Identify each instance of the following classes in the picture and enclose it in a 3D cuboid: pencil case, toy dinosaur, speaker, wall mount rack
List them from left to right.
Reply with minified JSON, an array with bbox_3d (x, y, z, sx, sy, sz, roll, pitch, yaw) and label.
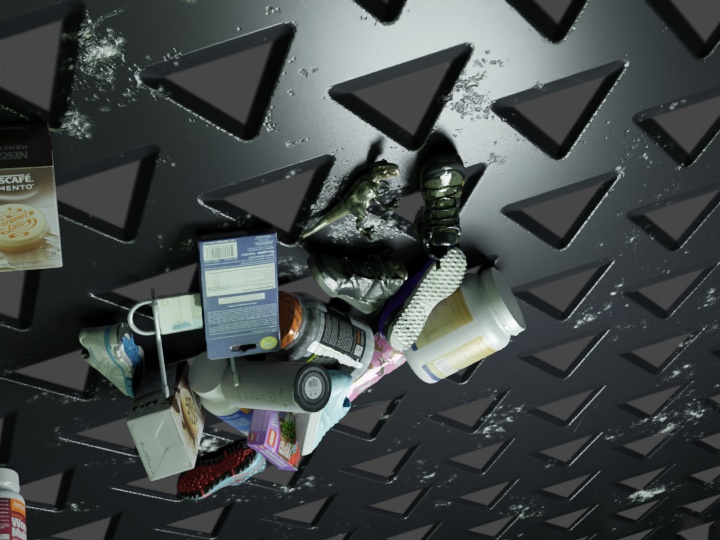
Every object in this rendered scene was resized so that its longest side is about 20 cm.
[{"bbox_3d":[-0.267,0.104,1.600,0.198,0.075,0.175,-8,118,-13],"label":"wall mount rack"},{"bbox_3d":[-0.140,0.187,1.621,0.081,0.082,0.199,19,164,-40],"label":"speaker"},{"bbox_3d":[-0.004,0.181,1.797,0.200,0.083,0.087,-38,138,-5],"label":"pencil case"},{"bbox_3d":[0.004,-0.096,1.506,0.088,0.048,0.200,31,125,-29],"label":"toy dinosaur"}]

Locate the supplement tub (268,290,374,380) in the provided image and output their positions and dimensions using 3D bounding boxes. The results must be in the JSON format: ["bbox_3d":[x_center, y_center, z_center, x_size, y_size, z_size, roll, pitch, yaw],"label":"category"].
[{"bbox_3d":[-0.079,0.110,1.682,0.122,0.123,0.200,-35,142,24],"label":"supplement tub"}]

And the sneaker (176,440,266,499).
[{"bbox_3d":[-0.282,0.427,2.064,0.199,0.080,0.096,-24,146,10],"label":"sneaker"}]

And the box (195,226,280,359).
[{"bbox_3d":[-0.186,0.036,1.539,0.120,0.032,0.201,-7,113,-15],"label":"box"}]

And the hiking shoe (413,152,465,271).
[{"bbox_3d":[0.130,-0.090,1.517,0.075,0.101,0.201,-11,144,-10],"label":"hiking shoe"}]

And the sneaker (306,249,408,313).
[{"bbox_3d":[0.000,0.000,1.611,0.114,0.077,0.199,-35,144,20],"label":"sneaker"}]

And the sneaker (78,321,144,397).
[{"bbox_3d":[-0.412,0.143,1.647,0.086,0.075,0.201,4,145,5],"label":"sneaker"}]

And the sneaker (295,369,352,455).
[{"bbox_3d":[-0.058,0.246,1.696,0.081,0.074,0.201,2,136,-17],"label":"sneaker"}]

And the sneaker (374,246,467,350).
[{"bbox_3d":[0.091,0.032,1.692,0.200,0.099,0.070,-51,124,-4],"label":"sneaker"}]

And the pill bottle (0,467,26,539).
[{"bbox_3d":[-0.678,0.477,1.856,0.109,0.201,0.110,-11,145,-8],"label":"pill bottle"}]

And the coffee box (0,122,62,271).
[{"bbox_3d":[-0.450,-0.091,1.289,0.113,0.080,0.201,-6,143,-16],"label":"coffee box"}]

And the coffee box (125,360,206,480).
[{"bbox_3d":[-0.321,0.246,1.676,0.079,0.200,0.114,-17,108,3],"label":"coffee box"}]

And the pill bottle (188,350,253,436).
[{"bbox_3d":[-0.217,0.216,1.775,0.112,0.113,0.200,-26,144,13],"label":"pill bottle"}]

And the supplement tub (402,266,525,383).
[{"bbox_3d":[0.172,0.093,1.746,0.199,0.145,0.144,-29,143,16],"label":"supplement tub"}]

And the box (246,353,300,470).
[{"bbox_3d":[-0.135,0.235,1.765,0.039,0.201,0.137,-2,151,24],"label":"box"}]
